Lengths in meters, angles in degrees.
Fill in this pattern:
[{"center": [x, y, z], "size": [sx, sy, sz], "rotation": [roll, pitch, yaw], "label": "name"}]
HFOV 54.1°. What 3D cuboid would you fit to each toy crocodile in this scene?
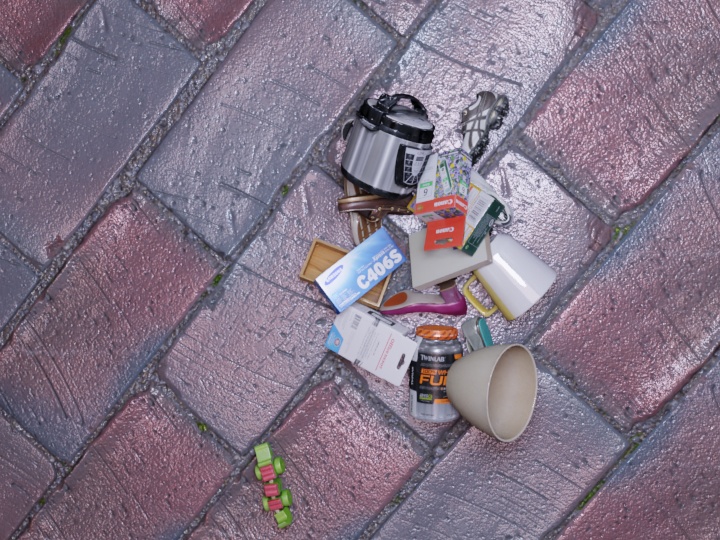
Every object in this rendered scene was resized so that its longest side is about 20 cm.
[{"center": [-0.209, 0.511, 1.682], "size": [0.066, 0.062, 0.204], "rotation": [-14, 91, 7], "label": "toy crocodile"}]

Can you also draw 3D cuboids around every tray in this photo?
[{"center": [-0.033, 0.008, 1.636], "size": [0.197, 0.037, 0.100], "rotation": [21, 74, 4], "label": "tray"}]

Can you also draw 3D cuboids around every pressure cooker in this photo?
[{"center": [0.060, -0.272, 1.478], "size": [0.176, 0.177, 0.203], "rotation": [17, 114, -10], "label": "pressure cooker"}]

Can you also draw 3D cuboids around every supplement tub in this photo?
[{"center": [0.170, 0.230, 1.593], "size": [0.120, 0.122, 0.204], "rotation": [1, 93, 7], "label": "supplement tub"}]

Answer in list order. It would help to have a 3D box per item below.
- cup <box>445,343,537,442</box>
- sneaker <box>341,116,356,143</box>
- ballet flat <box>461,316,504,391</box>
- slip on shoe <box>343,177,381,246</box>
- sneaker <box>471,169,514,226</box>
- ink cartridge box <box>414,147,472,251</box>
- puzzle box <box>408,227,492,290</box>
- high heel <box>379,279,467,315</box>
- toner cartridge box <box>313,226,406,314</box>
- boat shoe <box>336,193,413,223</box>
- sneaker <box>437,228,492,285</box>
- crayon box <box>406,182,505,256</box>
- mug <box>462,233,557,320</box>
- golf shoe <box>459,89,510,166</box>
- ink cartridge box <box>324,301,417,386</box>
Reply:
[{"center": [0.267, 0.249, 1.506], "size": [0.142, 0.198, 0.204], "rotation": [5, 94, 44], "label": "cup"}, {"center": [0.048, -0.294, 1.608], "size": [0.198, 0.081, 0.076], "rotation": [27, 110, -15], "label": "sneaker"}, {"center": [0.288, 0.203, 1.616], "size": [0.063, 0.067, 0.203], "rotation": [-24, 89, 34], "label": "ballet flat"}, {"center": [-0.002, -0.144, 1.629], "size": [0.075, 0.060, 0.204], "rotation": [-20, 109, -26], "label": "slip on shoe"}, {"center": [0.266, -0.175, 1.586], "size": [0.199, 0.071, 0.074], "rotation": [37, 96, 6], "label": "sneaker"}, {"center": [0.172, -0.149, 1.489], "size": [0.108, 0.050, 0.204], "rotation": [-8, 66, 42], "label": "ink cartridge box"}, {"center": [0.195, -0.047, 1.553], "size": [0.198, 0.025, 0.135], "rotation": [-22, 58, 35], "label": "puzzle box"}, {"center": [0.145, 0.091, 1.627], "size": [0.197, 0.068, 0.097], "rotation": [-14, 123, 22], "label": "high heel"}, {"center": [0.000, 0.000, 1.585], "size": [0.199, 0.043, 0.095], "rotation": [-39, 89, -14], "label": "toner cartridge box"}, {"center": [0.039, -0.142, 1.576], "size": [0.197, 0.070, 0.072], "rotation": [-11, 101, -29], "label": "boat shoe"}, {"center": [0.213, -0.049, 1.609], "size": [0.201, 0.078, 0.085], "rotation": [-51, 51, 13], "label": "sneaker"}, {"center": [0.203, -0.137, 1.528], "size": [0.127, 0.051, 0.200], "rotation": [-56, 45, 10], "label": "crayon box"}, {"center": [0.311, 0.016, 1.548], "size": [0.153, 0.149, 0.187], "rotation": [45, 99, -1], "label": "mug"}, {"center": [0.251, -0.313, 1.582], "size": [0.094, 0.078, 0.202], "rotation": [31, 81, 16], "label": "golf shoe"}, {"center": [0.032, 0.163, 1.611], "size": [0.198, 0.068, 0.118], "rotation": [28, 104, 15], "label": "ink cartridge box"}]
